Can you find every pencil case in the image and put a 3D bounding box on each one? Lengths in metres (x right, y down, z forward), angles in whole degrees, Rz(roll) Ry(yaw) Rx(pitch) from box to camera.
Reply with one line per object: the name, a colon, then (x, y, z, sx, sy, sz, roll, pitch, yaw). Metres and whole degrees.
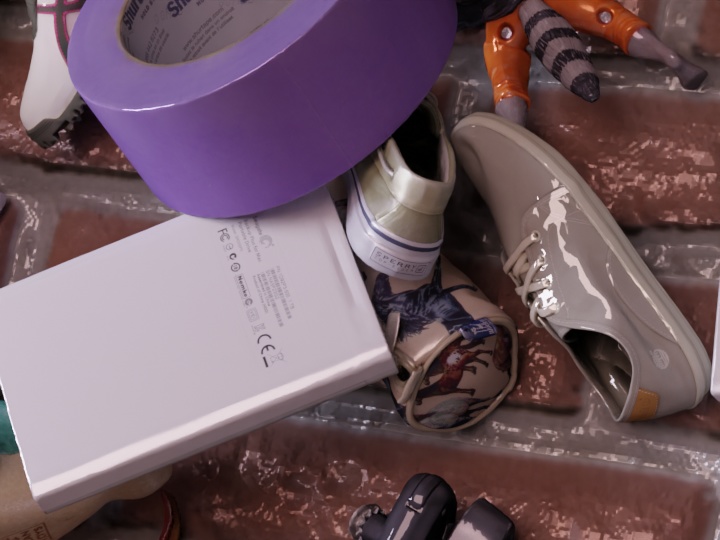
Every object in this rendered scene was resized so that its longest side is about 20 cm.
pencil case: (0.000, 0.000, 1.610, 0.200, 0.089, 0.078, 46, 108, 31)

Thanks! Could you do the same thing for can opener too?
can opener: (0.001, 0.198, 1.556, 0.078, 0.063, 0.201, 32, 87, 30)

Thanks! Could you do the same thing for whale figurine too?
whale figurine: (-0.208, 0.107, 1.629, 0.199, 0.159, 0.104, -16, 64, -2)

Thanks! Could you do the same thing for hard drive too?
hard drive: (-0.094, 0.034, 1.555, 0.199, 0.026, 0.132, -22, 58, 2)

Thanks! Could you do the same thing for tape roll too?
tape roll: (-0.053, -0.129, 1.588, 0.199, 0.085, 0.201, -22, 37, 17)

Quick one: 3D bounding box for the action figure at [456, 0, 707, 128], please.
action figure: (0.113, -0.173, 1.611, 0.200, 0.105, 0.194, -34, 71, 15)

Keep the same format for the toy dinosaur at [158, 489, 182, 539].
toy dinosaur: (-0.185, 0.230, 1.607, 0.180, 0.105, 0.200, -7, 35, 5)

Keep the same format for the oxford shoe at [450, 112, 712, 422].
oxford shoe: (0.106, -0.001, 1.550, 0.058, 0.075, 0.200, -31, 73, -21)

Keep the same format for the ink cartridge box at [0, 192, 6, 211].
ink cartridge box: (-0.341, -0.039, 1.724, 0.146, 0.200, 0.147, 27, 85, 32)

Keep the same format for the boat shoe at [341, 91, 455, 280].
boat shoe: (0.023, -0.070, 1.596, 0.062, 0.072, 0.200, -61, 23, 27)

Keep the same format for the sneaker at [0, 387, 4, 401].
sneaker: (-0.201, 0.044, 1.650, 0.199, 0.099, 0.071, 12, 71, -2)

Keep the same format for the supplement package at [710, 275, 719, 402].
supplement package: (0.252, -0.019, 1.484, 0.113, 0.109, 0.201, -2, 72, 26)

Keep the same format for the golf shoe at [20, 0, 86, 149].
golf shoe: (-0.172, -0.171, 1.725, 0.088, 0.077, 0.201, 19, 110, -10)
